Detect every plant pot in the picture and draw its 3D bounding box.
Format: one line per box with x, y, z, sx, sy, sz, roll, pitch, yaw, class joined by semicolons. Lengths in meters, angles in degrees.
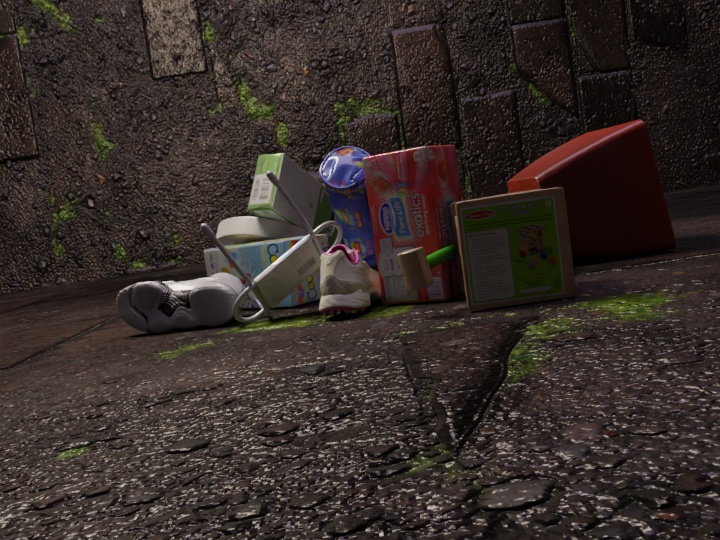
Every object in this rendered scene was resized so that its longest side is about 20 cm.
0.351;-0.106;1.245;0.174;0.202;0.200;-19;6;-8;plant pot

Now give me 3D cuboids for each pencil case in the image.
0.002;-0.085;1.138;0.086;0.201;0.078;30;66;34;pencil case

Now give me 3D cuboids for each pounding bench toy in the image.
0.145;-0.026;0.966;0.197;0.126;0.156;-8;5;4;pounding bench toy

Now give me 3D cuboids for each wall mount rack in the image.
-0.126;-0.030;1.095;0.200;0.174;0.074;-41;53;-14;wall mount rack

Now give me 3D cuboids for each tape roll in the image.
-0.168;-0.044;1.445;0.200;0.037;0.203;9;-18;3;tape roll

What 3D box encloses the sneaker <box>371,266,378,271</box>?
0.000;0.000;1.284;0.089;0.068;0.199;-16;15;-42;sneaker

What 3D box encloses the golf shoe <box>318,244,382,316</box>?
-0.006;0.006;1.083;0.074;0.093;0.200;-9;3;14;golf shoe

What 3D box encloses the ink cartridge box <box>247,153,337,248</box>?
-0.114;-0.119;1.418;0.059;0.105;0.200;-1;-21;32;ink cartridge box

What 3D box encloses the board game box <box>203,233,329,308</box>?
-0.152;0.003;1.290;0.198;0.106;0.102;-4;6;41;board game box

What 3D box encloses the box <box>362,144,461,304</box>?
0.079;-0.062;1.060;0.102;0.203;0.094;-6;6;32;box

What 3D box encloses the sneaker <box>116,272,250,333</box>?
-0.258;0.047;1.174;0.197;0.076;0.115;-2;6;16;sneaker
